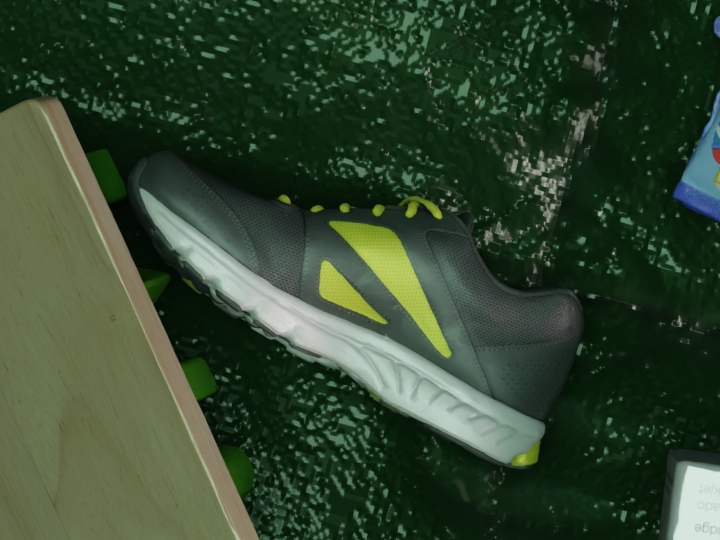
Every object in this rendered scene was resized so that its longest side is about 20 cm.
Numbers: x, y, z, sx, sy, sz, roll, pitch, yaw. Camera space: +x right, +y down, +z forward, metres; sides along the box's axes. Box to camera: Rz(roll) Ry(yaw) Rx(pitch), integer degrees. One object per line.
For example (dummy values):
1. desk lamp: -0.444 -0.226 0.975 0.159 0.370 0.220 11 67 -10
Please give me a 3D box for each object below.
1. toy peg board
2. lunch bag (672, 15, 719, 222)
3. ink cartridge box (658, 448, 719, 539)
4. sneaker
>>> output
1. toy peg board: -0.150 0.058 1.209 0.198 0.098 0.201 -25 88 20
2. lunch bag: 0.232 -0.057 1.182 0.199 0.094 0.151 28 94 15
3. ink cartridge box: 0.182 0.180 1.178 0.145 0.084 0.201 6 91 4
4. sneaker: 0.000 0.000 1.200 0.199 0.074 0.085 32 85 -9
